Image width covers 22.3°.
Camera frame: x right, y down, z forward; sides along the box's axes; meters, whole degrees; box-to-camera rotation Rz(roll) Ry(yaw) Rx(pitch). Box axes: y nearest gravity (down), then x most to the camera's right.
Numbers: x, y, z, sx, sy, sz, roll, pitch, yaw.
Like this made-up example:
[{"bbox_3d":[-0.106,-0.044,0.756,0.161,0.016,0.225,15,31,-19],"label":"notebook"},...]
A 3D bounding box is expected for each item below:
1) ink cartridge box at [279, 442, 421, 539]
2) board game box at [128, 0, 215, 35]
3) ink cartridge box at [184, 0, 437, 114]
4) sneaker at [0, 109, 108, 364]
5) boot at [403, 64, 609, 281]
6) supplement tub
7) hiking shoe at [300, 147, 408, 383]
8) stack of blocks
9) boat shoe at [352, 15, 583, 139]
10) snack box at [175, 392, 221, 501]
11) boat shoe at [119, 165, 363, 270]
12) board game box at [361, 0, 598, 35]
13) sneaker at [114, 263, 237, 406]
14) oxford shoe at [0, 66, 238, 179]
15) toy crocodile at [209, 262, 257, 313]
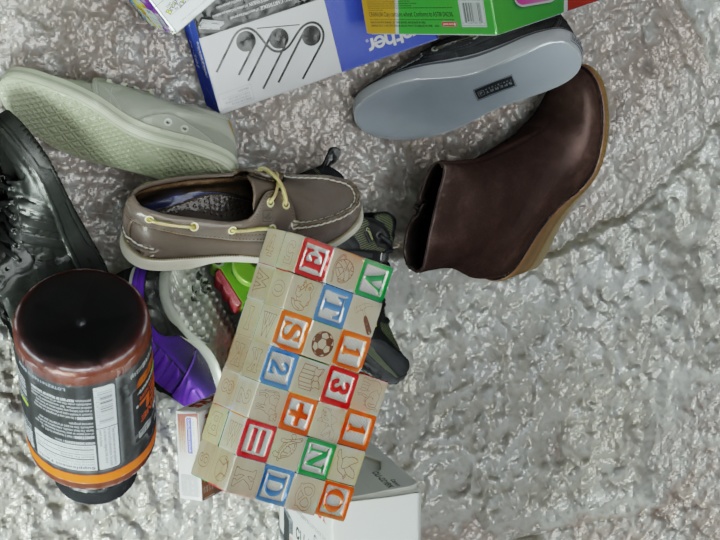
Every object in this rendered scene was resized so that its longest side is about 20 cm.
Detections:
[{"bbox_3d":[-0.011,0.261,1.567,0.083,0.144,0.202,-4,104,-20],"label":"ink cartridge box"},{"bbox_3d":[-0.176,-0.295,1.394,0.105,0.103,0.200,-40,113,-7],"label":"board game box"},{"bbox_3d":[-0.042,-0.206,1.498,0.199,0.044,0.095,-21,111,-15],"label":"ink cartridge box"},{"bbox_3d":[-0.270,-0.019,1.444,0.104,0.060,0.201,-33,122,-13],"label":"sneaker"},{"bbox_3d":[0.125,-0.084,1.549,0.166,0.072,0.201,2,111,-48],"label":"boot"},{"bbox_3d":[-0.214,0.099,1.438,0.106,0.107,0.201,-16,142,-17],"label":"supplement tub"},{"bbox_3d":[0.000,0.000,1.534,0.100,0.076,0.201,-35,107,-11],"label":"hiking shoe"},{"bbox_3d":[-0.042,0.081,1.415,0.115,0.058,0.201,19,88,-33],"label":"stack of blocks"},{"bbox_3d":[0.086,-0.172,1.543,0.199,0.067,0.070,-20,135,8],"label":"boat shoe"},{"bbox_3d":[-0.088,0.126,1.500,0.200,0.024,0.073,-21,111,-61],"label":"snack box"},{"bbox_3d":[-0.089,-0.048,1.435,0.198,0.072,0.060,-7,142,-16],"label":"boat shoe"},{"bbox_3d":[0.123,-0.231,1.465,0.199,0.152,0.041,-23,110,-37],"label":"board game box"},{"bbox_3d":[-0.156,0.067,1.512,0.099,0.070,0.201,-7,132,18],"label":"sneaker"},{"bbox_3d":[-0.189,-0.121,1.455,0.199,0.075,0.058,18,57,-12],"label":"oxford shoe"},{"bbox_3d":[-0.076,0.036,1.499,0.062,0.068,0.201,-34,88,-13],"label":"toy crocodile"}]
